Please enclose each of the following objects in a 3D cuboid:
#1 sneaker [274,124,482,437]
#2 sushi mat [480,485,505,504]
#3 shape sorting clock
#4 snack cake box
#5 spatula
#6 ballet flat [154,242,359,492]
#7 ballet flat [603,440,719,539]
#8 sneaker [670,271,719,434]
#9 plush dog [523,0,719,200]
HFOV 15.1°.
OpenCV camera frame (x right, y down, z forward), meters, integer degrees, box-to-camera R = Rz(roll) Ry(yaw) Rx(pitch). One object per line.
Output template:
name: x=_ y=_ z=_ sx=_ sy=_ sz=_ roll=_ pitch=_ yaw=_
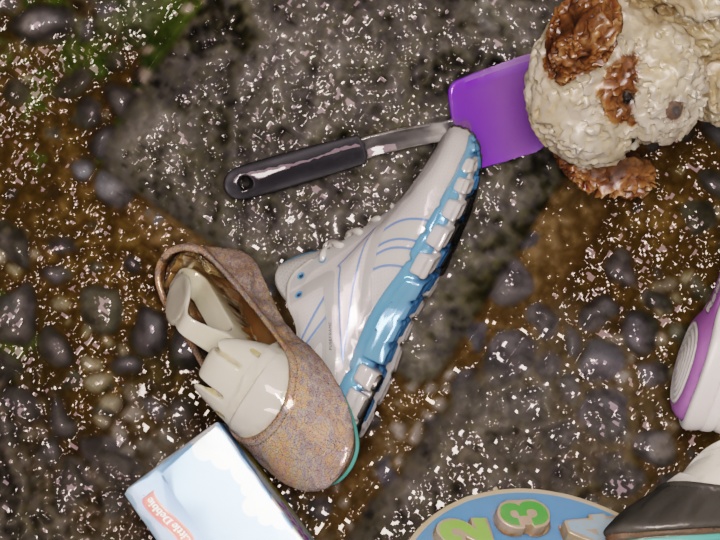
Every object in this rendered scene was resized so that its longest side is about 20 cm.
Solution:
sneaker: x=0.000 y=0.000 z=1.537 sx=0.086 sy=0.075 sz=0.201 roll=28 pitch=88 yaw=9
sushi mat: x=0.099 y=0.228 z=1.547 sx=0.096 sy=0.012 sz=0.200 roll=-38 pitch=87 yaw=-3
shape sorting clock: x=0.112 y=0.198 z=1.485 sx=0.199 sy=0.039 sz=0.201 roll=8 pitch=46 yaw=-8
snack cake box: x=-0.043 y=0.183 z=1.497 sx=0.067 sy=0.115 sz=0.200 roll=-36 pitch=87 yaw=-3
spatula: x=0.017 y=-0.073 z=1.569 sx=0.199 sy=0.021 sz=0.057 roll=-15 pitch=102 yaw=0
ballet flat: x=-0.067 y=0.050 z=1.480 sx=0.067 sy=0.200 sz=0.068 roll=24 pitch=107 yaw=-36
ballet flat: x=0.230 y=0.130 z=1.530 sx=0.199 sy=0.068 sz=0.069 roll=5 pitch=75 yaw=-17
sneaker: x=0.249 y=0.009 z=1.525 sx=0.099 sy=0.075 sz=0.201 roll=18 pitch=115 yaw=-6
plush dog: x=0.164 y=-0.130 z=1.521 sx=0.171 sy=0.200 sz=0.160 roll=-37 pitch=53 yaw=-14
